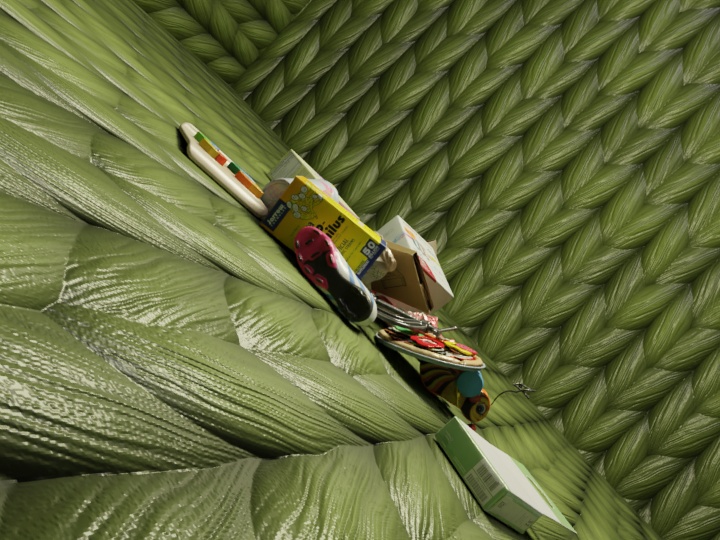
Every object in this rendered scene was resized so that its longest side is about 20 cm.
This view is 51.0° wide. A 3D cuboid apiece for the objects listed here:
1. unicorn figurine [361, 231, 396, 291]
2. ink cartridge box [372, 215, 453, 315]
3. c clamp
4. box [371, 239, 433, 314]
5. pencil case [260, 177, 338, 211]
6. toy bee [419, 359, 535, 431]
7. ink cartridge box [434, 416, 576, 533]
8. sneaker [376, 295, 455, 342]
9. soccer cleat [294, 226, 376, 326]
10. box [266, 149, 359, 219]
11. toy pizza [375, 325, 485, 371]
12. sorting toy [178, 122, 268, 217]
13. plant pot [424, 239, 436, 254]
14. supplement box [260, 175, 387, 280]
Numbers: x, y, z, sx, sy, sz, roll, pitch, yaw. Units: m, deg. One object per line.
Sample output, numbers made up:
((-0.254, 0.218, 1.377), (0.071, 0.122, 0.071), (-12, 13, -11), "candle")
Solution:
((0.000, 0.000, 1.481), (0.137, 0.074, 0.200), (46, -27, -13), "unicorn figurine")
((0.094, 0.006, 1.713), (0.145, 0.144, 0.200), (41, 18, -32), "ink cartridge box")
((0.054, 0.077, 1.354), (0.199, 0.027, 0.171), (25, 11, 26), "c clamp")
((0.049, -0.004, 1.520), (0.199, 0.021, 0.164), (22, -33, 38), "box")
((-0.116, -0.137, 1.495), (0.200, 0.083, 0.091), (-17, 91, -66), "pencil case")
((0.187, 0.225, 1.327), (0.199, 0.109, 0.131), (20, 2, 27), "toy bee")
((0.203, 0.299, 1.053), (0.200, 0.048, 0.146), (41, 7, -38), "ink cartridge box")
((0.115, 0.113, 1.563), (0.200, 0.087, 0.074), (45, 5, 3), "sneaker")
((-0.043, 0.016, 1.268), (0.200, 0.070, 0.086), (53, -1, 19), "soccer cleat")
((-0.125, -0.193, 1.979), (0.176, 0.097, 0.200), (39, 9, -45), "box")
((0.124, 0.131, 1.324), (0.199, 0.032, 0.200), (15, 4, -1), "toy pizza")
((-0.247, -0.191, 1.377), (0.185, 0.036, 0.200), (43, 6, -27), "sorting toy")
((0.104, 0.004, 1.924), (0.200, 0.199, 0.135), (-58, 139, -84), "plant pot")
((-0.063, -0.065, 1.344), (0.200, 0.109, 0.110), (38, 6, -3), "supplement box")
